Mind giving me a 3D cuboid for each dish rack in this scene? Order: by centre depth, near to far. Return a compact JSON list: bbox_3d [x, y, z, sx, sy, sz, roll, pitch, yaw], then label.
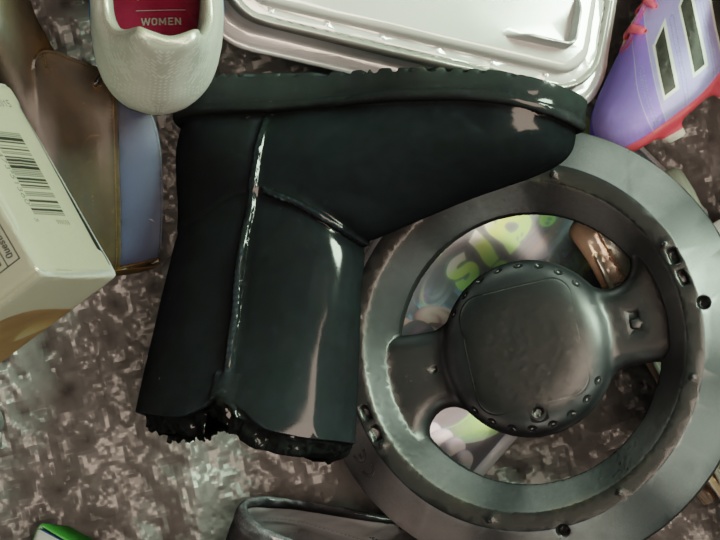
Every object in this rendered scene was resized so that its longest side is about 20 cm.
[{"bbox_3d":[0.033,-0.170,1.198,0.199,0.044,0.173,12,82,-12],"label":"dish rack"}]

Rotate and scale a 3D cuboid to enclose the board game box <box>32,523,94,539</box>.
[{"bbox_3d":[-0.088,0.226,1.182,0.199,0.040,0.154,27,91,15],"label":"board game box"}]

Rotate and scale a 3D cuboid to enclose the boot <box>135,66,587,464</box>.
[{"bbox_3d":[0.000,0.000,1.151,0.199,0.076,0.169,1,81,21],"label":"boot"}]

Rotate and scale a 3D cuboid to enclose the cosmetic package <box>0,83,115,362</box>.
[{"bbox_3d":[-0.214,0.016,1.113,0.199,0.071,0.106,-34,77,18],"label":"cosmetic package"}]

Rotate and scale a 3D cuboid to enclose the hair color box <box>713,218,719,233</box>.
[{"bbox_3d":[0.261,0.034,1.214,0.111,0.200,0.064,-32,145,-7],"label":"hair color box"}]

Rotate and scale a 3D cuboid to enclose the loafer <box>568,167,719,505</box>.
[{"bbox_3d":[0.153,0.050,1.246,0.062,0.072,0.201,-20,109,1],"label":"loafer"}]

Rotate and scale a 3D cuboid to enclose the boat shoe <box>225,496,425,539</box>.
[{"bbox_3d":[0.033,0.143,1.226,0.199,0.072,0.068,11,115,-7],"label":"boat shoe"}]

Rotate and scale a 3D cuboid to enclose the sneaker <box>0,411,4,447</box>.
[{"bbox_3d":[-0.228,0.145,1.184,0.082,0.075,0.201,20,85,1],"label":"sneaker"}]

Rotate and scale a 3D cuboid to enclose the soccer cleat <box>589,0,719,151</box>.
[{"bbox_3d":[0.162,-0.140,1.230,0.076,0.067,0.200,45,79,-17],"label":"soccer cleat"}]

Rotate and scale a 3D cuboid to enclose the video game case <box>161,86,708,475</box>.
[{"bbox_3d":[0.037,-0.013,1.241,0.182,0.023,0.200,43,86,-13],"label":"video game case"}]

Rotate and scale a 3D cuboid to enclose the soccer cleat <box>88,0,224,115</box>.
[{"bbox_3d":[-0.088,-0.168,1.140,0.069,0.086,0.201,-4,73,-10],"label":"soccer cleat"}]

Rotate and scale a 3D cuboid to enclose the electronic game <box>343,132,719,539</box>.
[{"bbox_3d":[0.077,0.035,1.189,0.199,0.042,0.202,-1,85,14],"label":"electronic game"}]

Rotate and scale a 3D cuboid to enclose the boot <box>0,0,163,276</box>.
[{"bbox_3d":[-0.143,-0.084,1.183,0.096,0.075,0.202,-4,96,-31],"label":"boot"}]
